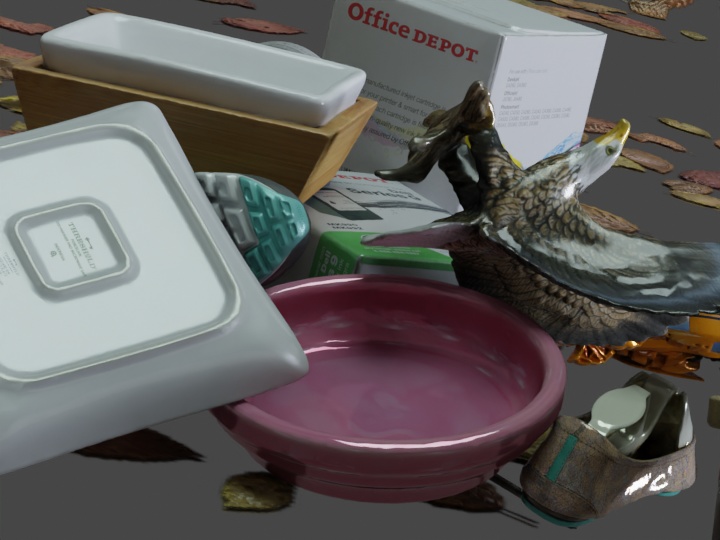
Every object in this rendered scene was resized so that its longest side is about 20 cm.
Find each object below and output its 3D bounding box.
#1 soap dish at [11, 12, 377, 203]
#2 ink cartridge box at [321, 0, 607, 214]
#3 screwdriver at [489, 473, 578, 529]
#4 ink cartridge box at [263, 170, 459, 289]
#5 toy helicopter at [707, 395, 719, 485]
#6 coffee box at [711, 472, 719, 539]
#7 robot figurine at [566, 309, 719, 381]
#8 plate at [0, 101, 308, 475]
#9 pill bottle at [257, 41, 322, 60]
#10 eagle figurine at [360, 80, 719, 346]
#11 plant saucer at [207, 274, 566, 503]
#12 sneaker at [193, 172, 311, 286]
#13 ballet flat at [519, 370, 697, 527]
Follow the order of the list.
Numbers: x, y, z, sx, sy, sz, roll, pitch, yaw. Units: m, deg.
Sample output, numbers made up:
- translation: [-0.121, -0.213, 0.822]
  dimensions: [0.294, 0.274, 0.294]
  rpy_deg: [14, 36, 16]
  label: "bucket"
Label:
- translation: [-0.101, -0.099, 1.430]
  dimensions: [0.199, 0.082, 0.157]
  rpy_deg: [12, 14, 8]
  label: "soap dish"
- translation: [0.060, -0.094, 1.635]
  dimensions: [0.146, 0.201, 0.146]
  rpy_deg: [24, 18, 33]
  label: "ink cartridge box"
- translation: [0.045, 0.098, 1.283]
  dimensions: [0.200, 0.028, 0.029]
  rpy_deg: [30, -7, 30]
  label: "screwdriver"
- translation: [0.000, 0.000, 1.467]
  dimensions: [0.146, 0.084, 0.200]
  rpy_deg: [4, 17, -33]
  label: "ink cartridge box"
- translation: [0.275, 0.091, 1.403]
  dimensions: [0.132, 0.079, 0.200]
  rpy_deg: [6, 3, -3]
  label: "toy helicopter"
- translation: [0.245, 0.072, 1.209]
  dimensions: [0.079, 0.115, 0.200]
  rpy_deg: [17, 42, 0]
  label: "coffee box"
- translation: [0.243, 0.046, 1.510]
  dimensions: [0.199, 0.058, 0.145]
  rpy_deg: [11, -12, -10]
  label: "robot figurine"
- translation: [-0.151, -0.003, 1.181]
  dimensions: [0.199, 0.032, 0.200]
  rpy_deg: [-16, 59, -27]
  label: "plate"
- translation: [-0.093, -0.108, 1.721]
  dimensions: [0.114, 0.114, 0.200]
  rpy_deg: [17, 15, 15]
  label: "pill bottle"
- translation: [0.115, -0.021, 1.318]
  dimensions: [0.200, 0.151, 0.152]
  rpy_deg: [48, 29, -4]
  label: "eagle figurine"
- translation: [0.010, 0.066, 1.239]
  dimensions: [0.200, 0.051, 0.201]
  rpy_deg: [3, 26, -2]
  label: "plant saucer"
- translation: [-0.078, -0.016, 1.321]
  dimensions: [0.091, 0.078, 0.200]
  rpy_deg: [-13, -2, -36]
  label: "sneaker"
- translation: [0.152, 0.094, 1.278]
  dimensions: [0.068, 0.067, 0.200]
  rpy_deg: [25, 16, 19]
  label: "ballet flat"
